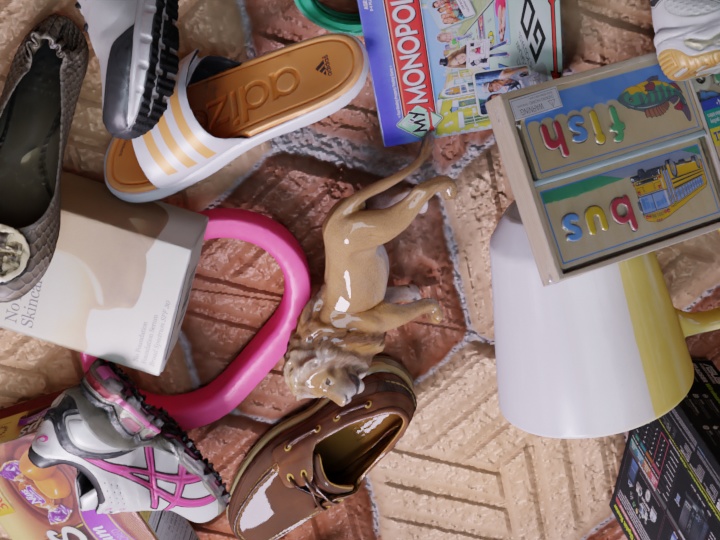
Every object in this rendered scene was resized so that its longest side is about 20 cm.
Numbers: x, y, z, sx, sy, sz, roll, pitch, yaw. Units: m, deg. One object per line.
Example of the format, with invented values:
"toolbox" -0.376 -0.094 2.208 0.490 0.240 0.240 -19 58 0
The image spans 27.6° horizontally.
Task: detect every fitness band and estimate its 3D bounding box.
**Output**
"fitness band" -0.125 0.037 1.109 0.143 0.038 0.200 34 110 -23

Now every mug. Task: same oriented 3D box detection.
"mug" 0.175 0.013 1.092 0.186 0.149 0.155 -28 114 -31

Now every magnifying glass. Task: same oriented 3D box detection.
"magnifying glass" 0.048 -0.180 1.011 0.198 0.023 0.080 11 144 -21

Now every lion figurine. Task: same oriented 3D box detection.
"lion figurine" 0.000 0.000 1.068 0.121 0.072 0.202 -11 120 -22

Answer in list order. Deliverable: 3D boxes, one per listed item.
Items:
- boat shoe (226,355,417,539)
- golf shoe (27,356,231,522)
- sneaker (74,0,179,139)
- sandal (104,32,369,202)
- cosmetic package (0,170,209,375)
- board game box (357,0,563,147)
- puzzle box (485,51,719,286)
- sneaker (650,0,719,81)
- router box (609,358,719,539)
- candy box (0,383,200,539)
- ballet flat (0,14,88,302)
"boat shoe" -0.034 0.153 1.165 0.072 0.068 0.200 39 107 -24
"golf shoe" -0.169 0.142 1.078 0.092 0.073 0.200 -44 139 -5
"sneaker" -0.158 -0.184 0.942 0.079 0.074 0.202 0 84 3
"sandal" -0.096 -0.118 0.987 0.205 0.080 0.059 -24 150 16
"cosmetic package" -0.216 -0.011 1.024 0.198 0.071 0.106 16 111 -1
"board game box" 0.066 -0.172 0.982 0.133 0.029 0.201 -10 140 2
"puzzle box" 0.193 -0.079 1.018 0.198 0.025 0.134 -18 89 -23
"sneaker" 0.292 -0.194 1.017 0.198 0.076 0.089 -12 85 -20
"router box" 0.268 0.183 1.142 0.061 0.200 0.151 2 119 -14
"candy box" -0.216 0.190 1.157 0.116 0.057 0.201 -17 119 18
"ballet flat" -0.218 -0.078 0.960 0.067 0.046 0.202 12 72 -2
